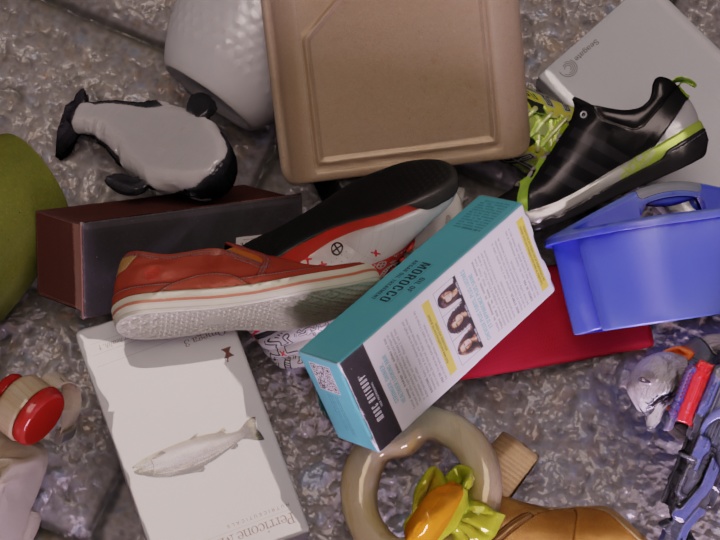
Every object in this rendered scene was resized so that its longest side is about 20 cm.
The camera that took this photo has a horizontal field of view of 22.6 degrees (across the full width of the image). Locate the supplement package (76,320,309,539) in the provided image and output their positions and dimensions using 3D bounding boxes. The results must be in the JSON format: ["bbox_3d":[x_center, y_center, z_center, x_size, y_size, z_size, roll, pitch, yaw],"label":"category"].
[{"bbox_3d":[-0.124,0.132,1.344,0.116,0.117,0.201,-20,74,-9],"label":"supplement package"}]

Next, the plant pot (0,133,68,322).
[{"bbox_3d":[-0.327,-0.014,1.372,0.199,0.187,0.187,-36,76,-27],"label":"plant pot"}]

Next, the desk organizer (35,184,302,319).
[{"bbox_3d":[-0.146,-0.019,1.387,0.199,0.077,0.072,-9,105,-37],"label":"desk organizer"}]

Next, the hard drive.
[{"bbox_3d":[0.260,-0.128,1.481,0.132,0.027,0.200,-40,77,-12],"label":"hard drive"}]

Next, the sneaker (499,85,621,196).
[{"bbox_3d":[0.133,-0.109,1.439,0.198,0.076,0.076,20,91,10],"label":"sneaker"}]

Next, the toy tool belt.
[{"bbox_3d":[-0.297,0.135,1.317,0.122,0.201,0.125,35,31,19],"label":"toy tool belt"}]

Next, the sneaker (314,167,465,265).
[{"bbox_3d":[0.034,-0.051,1.432,0.088,0.074,0.200,-41,88,-14],"label":"sneaker"}]

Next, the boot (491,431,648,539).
[{"bbox_3d":[0.135,0.232,1.348,0.201,0.071,0.144,36,80,15],"label":"boot"}]

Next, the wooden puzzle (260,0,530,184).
[{"bbox_3d":[0.026,-0.169,1.372,0.198,0.037,0.187,-8,103,-7],"label":"wooden puzzle"}]

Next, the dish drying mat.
[{"bbox_3d":[0.133,0.037,1.401,0.198,0.018,0.078,-8,81,-22],"label":"dish drying mat"}]

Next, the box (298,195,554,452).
[{"bbox_3d":[0.051,0.036,1.311,0.200,0.083,0.049,-40,31,-27],"label":"box"}]

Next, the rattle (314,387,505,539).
[{"bbox_3d":[0.010,0.126,1.314,0.130,0.142,0.201,-38,64,26],"label":"rattle"}]

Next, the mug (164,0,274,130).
[{"bbox_3d":[-0.052,-0.193,1.446,0.199,0.148,0.176,38,84,-16],"label":"mug"}]

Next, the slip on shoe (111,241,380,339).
[{"bbox_3d":[-0.082,0.008,1.296,0.198,0.074,0.062,-4,65,-13],"label":"slip on shoe"}]

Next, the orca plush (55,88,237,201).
[{"bbox_3d":[-0.162,-0.082,1.422,0.199,0.071,0.106,5,53,34],"label":"orca plush"}]

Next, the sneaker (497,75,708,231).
[{"bbox_3d":[0.171,-0.091,1.389,0.199,0.072,0.083,-24,91,7],"label":"sneaker"}]

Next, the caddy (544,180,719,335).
[{"bbox_3d":[0.239,-0.015,1.360,0.198,0.141,0.106,-8,86,-13],"label":"caddy"}]

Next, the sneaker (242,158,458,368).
[{"bbox_3d":[-0.001,0.000,1.372,0.200,0.108,0.067,-27,30,6],"label":"sneaker"}]

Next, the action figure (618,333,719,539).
[{"bbox_3d":[0.271,0.127,1.332,0.192,0.105,0.201,28,94,-18],"label":"action figure"}]
